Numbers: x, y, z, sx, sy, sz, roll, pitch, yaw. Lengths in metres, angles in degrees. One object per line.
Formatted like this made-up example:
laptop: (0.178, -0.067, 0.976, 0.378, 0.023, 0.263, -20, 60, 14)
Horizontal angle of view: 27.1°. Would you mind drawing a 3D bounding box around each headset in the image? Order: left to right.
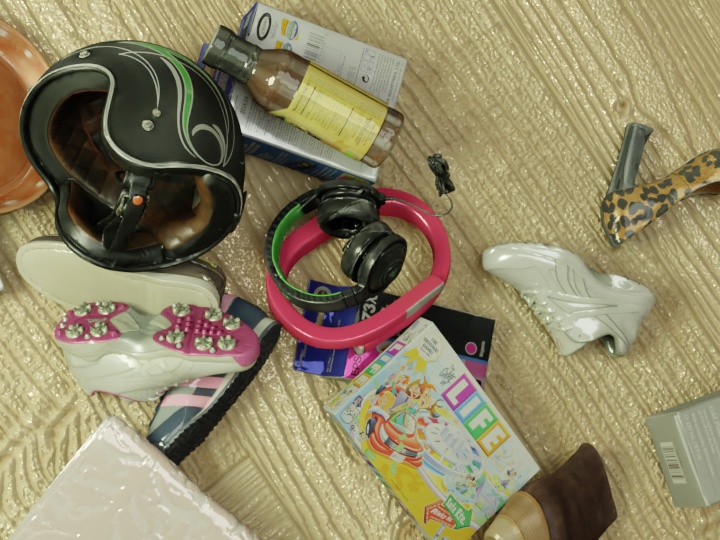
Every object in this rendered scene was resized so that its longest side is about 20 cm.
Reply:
headset: (0.000, -0.044, 1.437, 0.198, 0.094, 0.124, -26, 63, -3)

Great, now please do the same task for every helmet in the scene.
helmet: (-0.207, -0.116, 1.373, 0.198, 0.201, 0.192, -13, 55, -18)

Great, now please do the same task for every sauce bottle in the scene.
sauce bottle: (-0.056, -0.170, 1.426, 0.198, 0.065, 0.065, 29, 75, -10)

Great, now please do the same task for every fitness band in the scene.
fitness band: (0.000, 0.000, 1.486, 0.199, 0.038, 0.144, -33, 66, -20)

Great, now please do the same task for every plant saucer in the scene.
plant saucer: (-0.365, -0.146, 1.389, 0.199, 0.032, 0.203, 15, 66, -36)

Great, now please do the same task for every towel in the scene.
towel: (-0.215, 0.266, 1.384, 0.200, 0.032, 0.191, 41, 94, -7)

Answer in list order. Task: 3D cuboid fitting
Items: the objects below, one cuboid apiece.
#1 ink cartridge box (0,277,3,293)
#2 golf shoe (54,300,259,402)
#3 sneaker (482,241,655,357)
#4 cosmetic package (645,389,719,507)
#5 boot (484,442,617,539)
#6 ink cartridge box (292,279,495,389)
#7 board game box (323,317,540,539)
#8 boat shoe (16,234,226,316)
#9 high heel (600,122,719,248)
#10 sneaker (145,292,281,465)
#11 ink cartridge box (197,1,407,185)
ink cartridge box: (-0.446, -0.045, 1.378, 0.172, 0.044, 0.202, -21, 89, -20)
golf shoe: (-0.185, 0.081, 1.392, 0.197, 0.076, 0.092, 5, 124, 16)
sneaker: (0.212, 0.035, 1.555, 0.198, 0.078, 0.100, 21, 80, -13)
cosmetic package: (0.417, 0.173, 1.594, 0.198, 0.090, 0.108, -19, 86, -15)
boot: (0.214, 0.299, 1.523, 0.166, 0.072, 0.202, -32, 111, -33)
ink cartridge box: (0.036, 0.075, 1.516, 0.198, 0.037, 0.096, 13, 79, -13)
board game box: (0.073, 0.167, 1.483, 0.134, 0.034, 0.201, -42, 109, -12)
boat shoe: (-0.227, 0.002, 1.426, 0.197, 0.072, 0.060, 12, 35, 1)
high heel: (0.360, -0.065, 1.609, 0.198, 0.072, 0.144, 18, 71, 3)
sneaker: (-0.165, 0.110, 1.442, 0.082, 0.070, 0.200, 36, 75, 16)
ink cartridge box: (-0.067, -0.177, 1.494, 0.198, 0.076, 0.138, 19, 78, -16)
